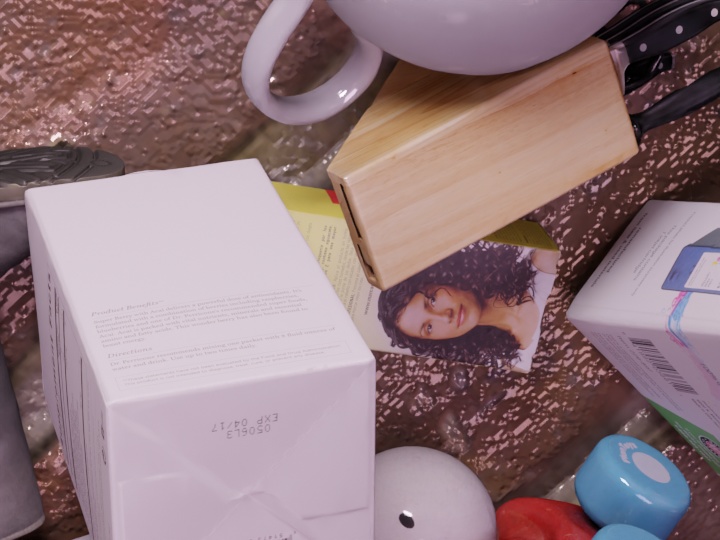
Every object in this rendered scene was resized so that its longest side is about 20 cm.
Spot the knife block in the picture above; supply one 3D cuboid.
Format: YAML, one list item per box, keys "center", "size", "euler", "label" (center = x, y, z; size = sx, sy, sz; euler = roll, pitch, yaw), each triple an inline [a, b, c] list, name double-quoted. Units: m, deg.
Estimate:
- center: [0.094, -0.077, 1.098]
  size: [0.174, 0.200, 0.064]
  euler: [-10, 116, 25]
  label: "knife block"

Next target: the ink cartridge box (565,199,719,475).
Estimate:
- center: [0.223, 0.043, 1.144]
  size: [0.145, 0.200, 0.088]
  euler: [45, 75, -21]
  label: "ink cartridge box"

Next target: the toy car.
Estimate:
- center: [0.047, 0.164, 1.192]
  size: [0.199, 0.177, 0.185]
  euler: [28, 116, -7]
  label: "toy car"

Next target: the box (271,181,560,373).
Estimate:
- center: [0.000, 0.000, 1.172]
  size: [0.198, 0.050, 0.076]
  euler: [8, 110, -13]
  label: "box"

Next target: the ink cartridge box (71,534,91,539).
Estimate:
- center: [-0.155, 0.212, 1.180]
  size: [0.199, 0.067, 0.116]
  euler: [-20, 114, 20]
  label: "ink cartridge box"

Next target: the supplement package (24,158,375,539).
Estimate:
- center: [-0.077, 0.049, 1.031]
  size: [0.120, 0.200, 0.121]
  euler: [-8, 121, -14]
  label: "supplement package"

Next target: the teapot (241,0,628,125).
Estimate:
- center: [0.055, -0.163, 1.067]
  size: [0.198, 0.199, 0.146]
  euler: [6, 149, 11]
  label: "teapot"

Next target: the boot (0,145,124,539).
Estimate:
- center: [-0.190, 0.045, 1.141]
  size: [0.180, 0.073, 0.202]
  euler: [-8, 106, 7]
  label: "boot"
